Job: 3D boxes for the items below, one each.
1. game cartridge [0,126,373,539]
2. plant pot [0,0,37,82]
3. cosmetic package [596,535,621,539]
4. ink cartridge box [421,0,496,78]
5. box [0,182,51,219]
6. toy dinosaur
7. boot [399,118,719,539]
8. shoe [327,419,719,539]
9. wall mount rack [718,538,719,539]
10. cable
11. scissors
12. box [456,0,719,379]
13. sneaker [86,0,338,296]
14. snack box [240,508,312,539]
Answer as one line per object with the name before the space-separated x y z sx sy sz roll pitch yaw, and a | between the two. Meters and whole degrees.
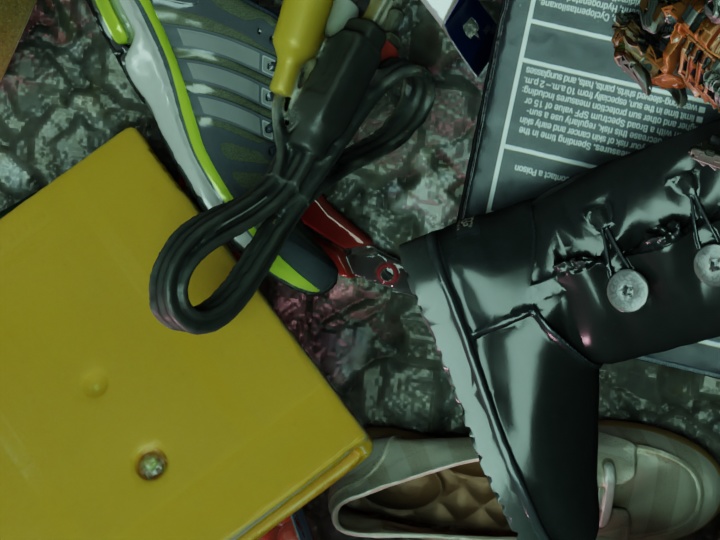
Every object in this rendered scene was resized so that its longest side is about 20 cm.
game cartridge | -0.120 0.057 1.029 0.176 0.032 0.200 -36 67 -4
plant pot | -0.250 -0.151 1.028 0.199 0.187 0.187 25 111 -12
cosmetic package | 0.085 0.223 0.971 0.200 0.087 0.104 -42 107 -17
ink cartridge box | 0.011 -0.183 0.991 0.039 0.099 0.200 -35 98 18
box | -0.170 0.045 1.136 0.199 0.036 0.145 -27 100 17
toy dinosaur | 0.187 -0.092 0.838 0.199 0.102 0.136 20 93 25
boot | 0.138 0.025 0.925 0.199 0.066 0.165 -21 105 12
shoe | 0.080 0.113 1.095 0.199 0.053 0.070 0 107 12
wall mount rack | 0.253 0.132 1.038 0.173 0.075 0.200 5 140 -29
cable | -0.032 -0.052 1.017 0.050 0.097 0.200 19 74 44
scissors | 0.000 0.000 1.099 0.200 0.014 0.073 38 108 -3
box | 0.154 -0.067 0.985 0.199 0.123 0.199 14 109 6
sneaker | -0.058 -0.080 1.047 0.081 0.074 0.201 -29 94 -2
snack box | -0.108 0.185 1.032 0.199 0.068 0.169 -22 68 2
